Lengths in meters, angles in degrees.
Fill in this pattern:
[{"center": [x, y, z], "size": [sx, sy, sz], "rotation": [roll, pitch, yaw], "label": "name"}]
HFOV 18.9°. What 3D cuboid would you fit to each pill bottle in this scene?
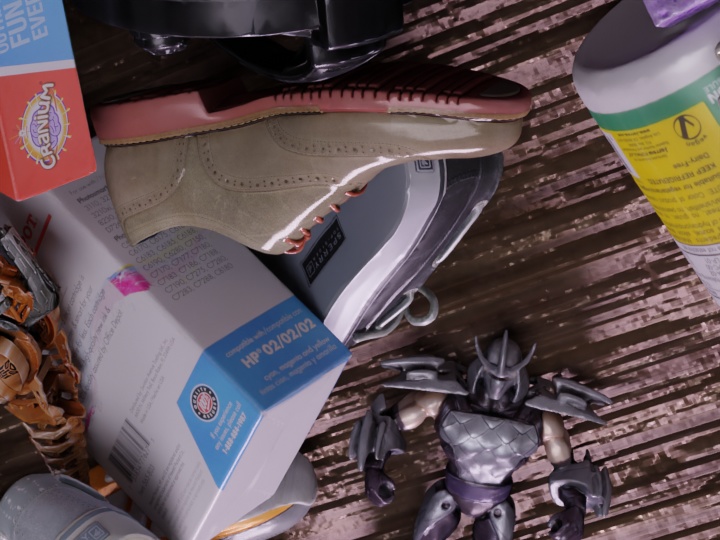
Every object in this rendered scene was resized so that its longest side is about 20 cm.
[{"center": [0.187, -0.036, 0.933], "size": [0.112, 0.113, 0.201], "rotation": [-28, 109, 23], "label": "pill bottle"}]

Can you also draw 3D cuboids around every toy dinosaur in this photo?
[{"center": [-0.181, 0.029, 0.959], "size": [0.135, 0.102, 0.202], "rotation": [-7, 109, 31], "label": "toy dinosaur"}]

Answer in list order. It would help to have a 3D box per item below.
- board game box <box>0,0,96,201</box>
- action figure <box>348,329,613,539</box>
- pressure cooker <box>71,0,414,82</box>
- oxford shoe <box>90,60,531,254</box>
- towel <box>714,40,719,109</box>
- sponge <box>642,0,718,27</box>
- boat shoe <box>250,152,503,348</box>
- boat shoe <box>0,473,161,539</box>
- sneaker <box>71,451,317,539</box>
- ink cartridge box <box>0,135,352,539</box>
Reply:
[{"center": [-0.192, -0.130, 0.925], "size": [0.199, 0.040, 0.154], "rotation": [26, 132, 48], "label": "board game box"}, {"center": [0.055, 0.118, 1.068], "size": [0.129, 0.069, 0.202], "rotation": [15, 117, 8], "label": "action figure"}, {"center": [-0.046, -0.176, 0.866], "size": [0.177, 0.176, 0.202], "rotation": [1, 115, 12], "label": "pressure cooker"}, {"center": [-0.018, -0.046, 0.917], "size": [0.198, 0.070, 0.076], "rotation": [-2, 102, 28], "label": "oxford shoe"}, {"center": [0.231, -0.053, 0.884], "size": [0.034, 0.200, 0.193], "rotation": [-7, 123, 51], "label": "towel"}, {"center": [0.123, -0.210, 0.850], "size": [0.111, 0.030, 0.201], "rotation": [-28, 83, 22], "label": "sponge"}, {"center": [-0.001, -0.002, 1.012], "size": [0.068, 0.074, 0.200], "rotation": [-1, 143, -34], "label": "boat shoe"}, {"center": [-0.118, 0.144, 1.018], "size": [0.071, 0.070, 0.201], "rotation": [39, 167, 24], "label": "boat shoe"}, {"center": [-0.107, 0.136, 1.111], "size": [0.199, 0.079, 0.077], "rotation": [-17, 127, 22], "label": "sneaker"}, {"center": [-0.110, 0.017, 1.007], "size": [0.200, 0.068, 0.115], "rotation": [45, 135, 15], "label": "ink cartridge box"}]
